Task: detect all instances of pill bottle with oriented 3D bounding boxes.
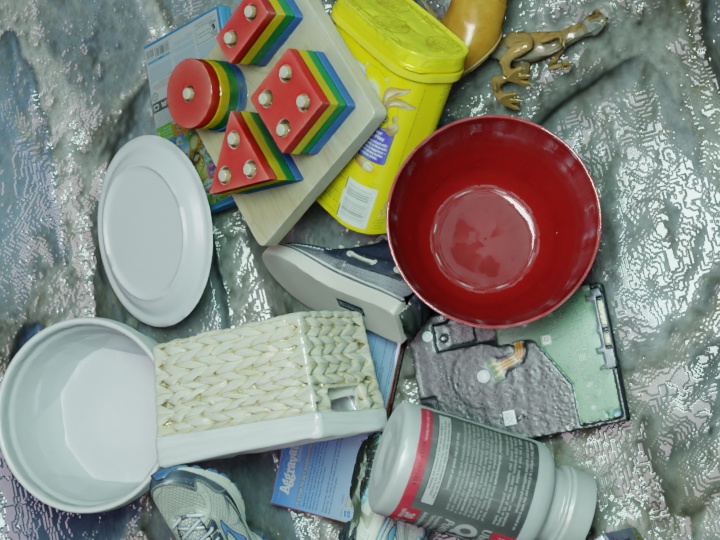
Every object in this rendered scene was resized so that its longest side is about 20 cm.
[{"bbox_3d":[0.116,0.203,1.527,0.200,0.111,0.111,18,91,-9],"label":"pill bottle"}]

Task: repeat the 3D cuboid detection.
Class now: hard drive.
[{"bbox_3d":[0.154,0.098,1.588,0.200,0.038,0.140,-14,82,17],"label":"hard drive"}]

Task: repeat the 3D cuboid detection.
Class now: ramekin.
[{"bbox_3d":[-0.267,0.150,1.682,0.200,0.105,0.200,-1,85,17],"label":"ramekin"}]

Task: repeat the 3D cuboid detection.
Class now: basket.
[{"bbox_3d":[-0.094,0.115,1.580,0.200,0.136,0.124,-14,82,30],"label":"basket"}]

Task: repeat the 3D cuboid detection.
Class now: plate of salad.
[{"bbox_3d":[-0.209,-0.042,1.688,0.200,0.048,0.200,7,99,46],"label":"plate of salad"}]

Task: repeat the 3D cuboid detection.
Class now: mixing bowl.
[{"bbox_3d":[0.122,-0.039,1.537,0.200,0.108,0.200,0,82,-1],"label":"mixing bowl"}]

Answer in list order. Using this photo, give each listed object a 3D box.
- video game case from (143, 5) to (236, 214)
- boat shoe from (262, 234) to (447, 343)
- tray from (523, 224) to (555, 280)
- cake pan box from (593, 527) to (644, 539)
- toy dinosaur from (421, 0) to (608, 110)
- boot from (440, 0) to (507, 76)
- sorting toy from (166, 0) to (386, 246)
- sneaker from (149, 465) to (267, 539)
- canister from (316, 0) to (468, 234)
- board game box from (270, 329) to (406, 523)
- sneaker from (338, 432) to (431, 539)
[{"bbox_3d":[-0.168,-0.158,1.684,0.143,0.018,0.200,-17,79,47],"label":"video game case"},{"bbox_3d":[0.000,0.000,1.637,0.200,0.075,0.093,25,60,31],"label":"boat shoe"},{"bbox_3d":[0.099,-0.063,1.627,0.200,0.022,0.107,30,94,17],"label":"tray"},{"bbox_3d":[0.175,0.314,1.489,0.200,0.184,0.052,-39,71,12],"label":"cake pan box"},{"bbox_3d":[0.151,-0.219,1.615,0.200,0.060,0.106,0,54,22],"label":"toy dinosaur"},{"bbox_3d":[0.103,-0.292,1.554,0.071,0.144,0.201,26,71,38],"label":"boot"},{"bbox_3d":[-0.098,-0.160,1.548,0.199,0.070,0.200,-47,61,34],"label":"sorting toy"},{"bbox_3d":[-0.142,0.270,1.584,0.077,0.200,0.085,-21,36,20],"label":"sneaker"},{"bbox_3d":[0.012,-0.154,1.563,0.149,0.086,0.200,46,129,38],"label":"canister"},{"bbox_3d":[-0.022,0.152,1.649,0.103,0.019,0.200,12,89,16],"label":"board game box"},{"bbox_3d":[0.027,0.266,1.592,0.086,0.078,0.200,15,89,-13],"label":"sneaker"}]
